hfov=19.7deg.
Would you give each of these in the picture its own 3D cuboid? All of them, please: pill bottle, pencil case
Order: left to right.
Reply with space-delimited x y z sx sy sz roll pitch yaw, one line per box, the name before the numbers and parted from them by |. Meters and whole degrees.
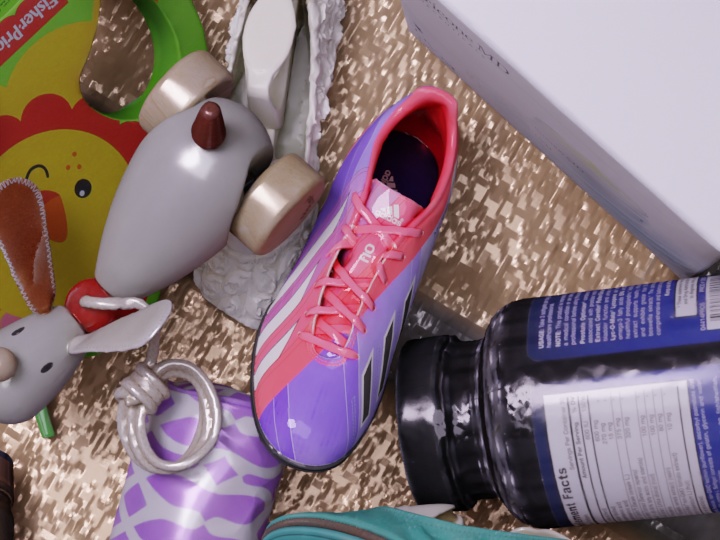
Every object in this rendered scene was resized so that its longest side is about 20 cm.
pencil case | -0.085 0.150 1.022 0.084 0.085 0.202 14 86 43
pill bottle | 0.122 0.064 0.989 0.198 0.112 0.113 -7 85 15

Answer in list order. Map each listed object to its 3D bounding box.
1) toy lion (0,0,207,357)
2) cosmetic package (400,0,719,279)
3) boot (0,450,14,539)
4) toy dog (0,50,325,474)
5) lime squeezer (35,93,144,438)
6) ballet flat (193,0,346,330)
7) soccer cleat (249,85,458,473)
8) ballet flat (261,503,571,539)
toy lion | -0.149 -0.060 1.012 0.200 0.068 0.192 -47 123 -18
cosmetic package | 0.125 -0.108 0.965 0.199 0.200 0.123 42 89 6
boot | -0.267 0.150 1.020 0.198 0.075 0.098 -11 59 2
toy dog | -0.104 -0.013 0.956 0.131 0.096 0.201 22 81 11
lime squeezer | -0.157 -0.019 1.065 0.070 0.038 0.202 22 86 -27
ballet flat | -0.052 -0.073 1.042 0.071 0.072 0.202 7 87 4
soccer cleat | 0.000 0.000 0.991 0.068 0.073 0.201 24 60 -4
ballet flat | 0.046 0.142 0.952 0.199 0.070 0.068 9 119 38
